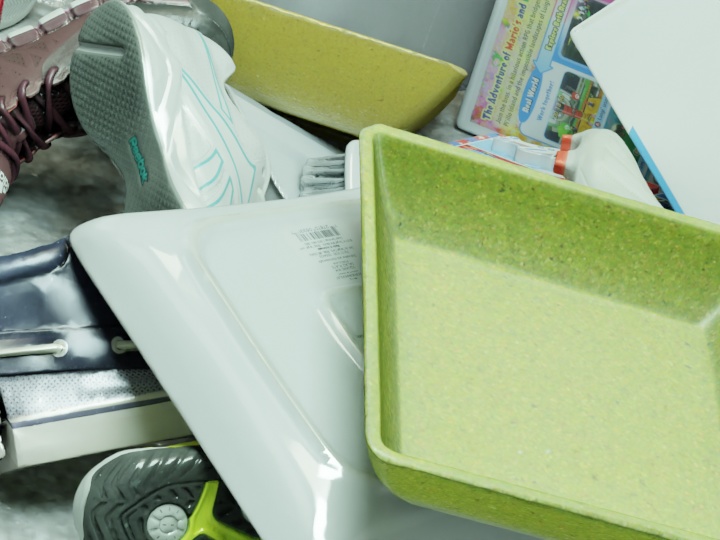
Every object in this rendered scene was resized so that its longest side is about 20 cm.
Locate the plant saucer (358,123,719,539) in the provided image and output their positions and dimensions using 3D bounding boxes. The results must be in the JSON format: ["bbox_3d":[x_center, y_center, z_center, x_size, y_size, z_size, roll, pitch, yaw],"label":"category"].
[{"bbox_3d":[0.085,0.044,1.121,0.199,0.048,0.201,16,39,-14],"label":"plant saucer"}]

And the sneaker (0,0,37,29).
[{"bbox_3d":[-0.265,-0.164,1.484,0.115,0.074,0.200,26,19,19],"label":"sneaker"}]

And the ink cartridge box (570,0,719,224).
[{"bbox_3d":[0.221,-0.119,1.396,0.129,0.125,0.200,59,35,-2],"label":"ink cartridge box"}]

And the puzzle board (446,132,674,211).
[{"bbox_3d":[0.113,-0.034,1.468,0.199,0.018,0.150,22,20,30],"label":"puzzle board"}]

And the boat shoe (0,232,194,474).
[{"bbox_3d":[-0.077,0.024,1.175,0.199,0.093,0.075,-10,-4,-23],"label":"boat shoe"}]

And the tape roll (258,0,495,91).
[{"bbox_3d":[-0.027,-0.159,1.524,0.199,0.067,0.200,19,1,0],"label":"tape roll"}]

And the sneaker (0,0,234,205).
[{"bbox_3d":[-0.154,-0.065,1.333,0.199,0.076,0.116,-13,40,4],"label":"sneaker"}]

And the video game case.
[{"bbox_3d":[0.164,-0.135,1.533,0.181,0.201,0.024,22,29,9],"label":"video game case"}]

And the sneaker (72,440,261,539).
[{"bbox_3d":[-0.034,0.098,1.155,0.199,0.076,0.076,4,13,-35],"label":"sneaker"}]

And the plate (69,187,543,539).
[{"bbox_3d":[0.007,0.034,1.152,0.199,0.032,0.200,-8,51,-40],"label":"plate"}]

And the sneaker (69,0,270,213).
[{"bbox_3d":[-0.072,-0.028,1.274,0.080,0.070,0.201,7,64,-42],"label":"sneaker"}]

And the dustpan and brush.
[{"bbox_3d":[0.000,0.000,1.330,0.139,0.057,0.201,28,43,-39],"label":"dustpan and brush"}]

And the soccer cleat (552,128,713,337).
[{"bbox_3d":[0.123,-0.005,1.295,0.077,0.070,0.200,9,27,-1],"label":"soccer cleat"}]

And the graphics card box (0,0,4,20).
[{"bbox_3d":[-0.185,-0.015,1.116,0.051,0.201,0.126,12,27,-8],"label":"graphics card box"}]

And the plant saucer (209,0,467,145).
[{"bbox_3d":[-0.049,-0.106,1.460,0.199,0.049,0.200,19,0,0],"label":"plant saucer"}]
